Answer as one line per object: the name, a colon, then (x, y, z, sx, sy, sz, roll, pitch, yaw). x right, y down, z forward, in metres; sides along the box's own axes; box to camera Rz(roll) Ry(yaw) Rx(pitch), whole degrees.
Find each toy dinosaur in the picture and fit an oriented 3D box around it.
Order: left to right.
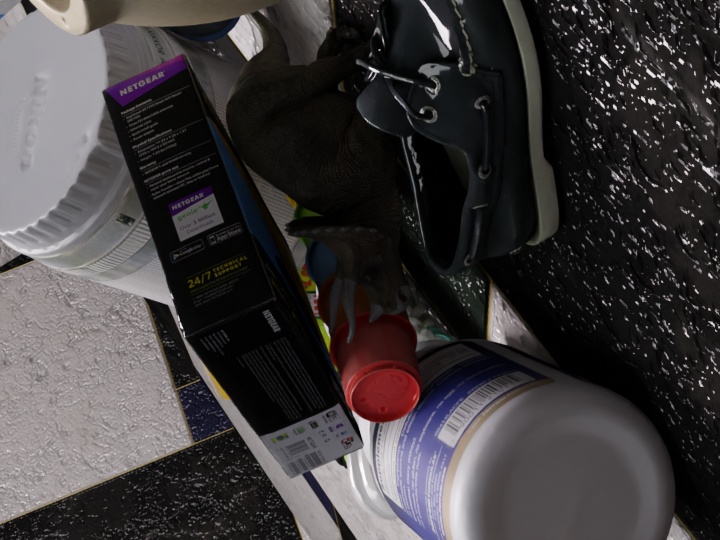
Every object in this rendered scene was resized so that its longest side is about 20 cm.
toy dinosaur: (-0.023, -0.074, 0.777, 0.200, 0.102, 0.077, 53, 168, 18)

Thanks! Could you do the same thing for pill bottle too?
pill bottle: (0.071, 0.098, 0.804, 0.116, 0.115, 0.200, 61, 170, -15)

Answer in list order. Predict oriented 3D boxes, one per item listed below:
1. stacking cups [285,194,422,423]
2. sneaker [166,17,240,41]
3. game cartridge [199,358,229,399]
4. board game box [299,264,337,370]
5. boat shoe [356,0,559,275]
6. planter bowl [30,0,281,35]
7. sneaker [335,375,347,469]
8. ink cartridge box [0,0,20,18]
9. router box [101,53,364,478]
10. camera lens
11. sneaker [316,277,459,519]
stacking cups: (0.000, 0.000, 0.841, 0.200, 0.060, 0.061, -107, -5, -54)
sneaker: (-0.112, -0.185, 0.986, 0.078, 0.066, 0.200, 50, 176, -40)
game cartridge: (-0.104, -0.015, 1.221, 0.200, 0.032, 0.177, 81, -165, -63)
board game box: (-0.045, 0.039, 1.146, 0.200, 0.047, 0.102, 101, 166, -62)
boat shoe: (0.031, -0.072, 0.635, 0.075, 0.066, 0.200, 50, 166, 38)
planter bowl: (-0.104, -0.187, 0.672, 0.200, 0.135, 0.200, 47, 163, 19)
sneaker: (0.025, 0.140, 1.203, 0.200, 0.083, 0.071, 42, 161, 54)
ink cartridge box: (-0.246, -0.256, 0.977, 0.146, 0.200, 0.084, 56, -162, 5)
router box: (-0.062, 0.005, 0.799, 0.200, 0.051, 0.150, 66, -178, -62)
camera lens: (-0.129, -0.065, 0.963, 0.200, 0.160, 0.160, 21, -160, -46)
sneaker: (0.032, 0.049, 0.958, 0.075, 0.088, 0.201, 6, -111, -50)
